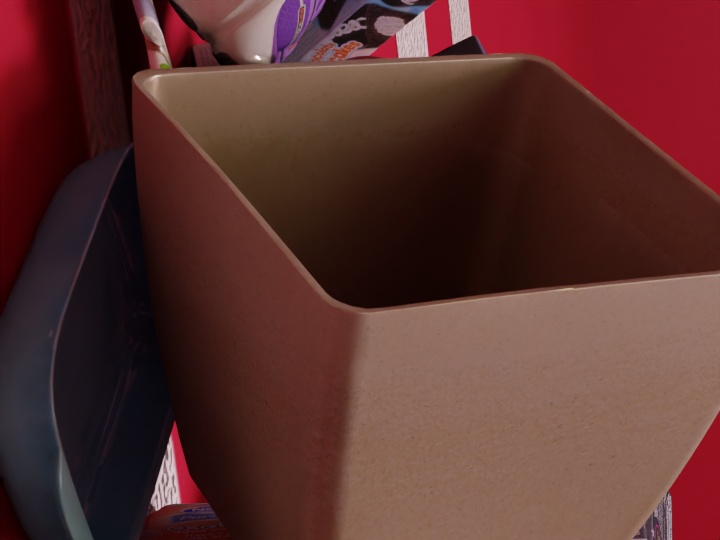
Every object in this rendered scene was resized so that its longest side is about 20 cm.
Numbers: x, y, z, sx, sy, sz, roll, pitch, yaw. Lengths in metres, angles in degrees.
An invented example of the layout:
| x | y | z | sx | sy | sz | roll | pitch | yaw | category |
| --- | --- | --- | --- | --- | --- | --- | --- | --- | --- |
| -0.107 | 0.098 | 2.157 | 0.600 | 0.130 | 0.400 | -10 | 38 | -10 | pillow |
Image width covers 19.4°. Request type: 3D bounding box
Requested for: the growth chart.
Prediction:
| x | y | z | sx | sy | sz | roll | pitch | yaw | category |
| --- | --- | --- | --- | --- | --- | --- | --- | --- | --- |
| -0.088 | -0.090 | 0.934 | 0.145 | 0.018 | 0.201 | -110 | -174 | -49 | growth chart |

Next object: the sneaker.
| x | y | z | sx | sy | sz | roll | pitch | yaw | category |
| --- | --- | --- | --- | --- | --- | --- | --- | --- | --- |
| -0.040 | -0.131 | 0.964 | 0.081 | 0.083 | 0.200 | 50 | 1 | -14 | sneaker |

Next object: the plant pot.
| x | y | z | sx | sy | sz | roll | pitch | yaw | category |
| --- | --- | --- | --- | --- | --- | --- | --- | --- | --- |
| 0.022 | 0.035 | 0.856 | 0.200 | 0.199 | 0.178 | 48 | -45 | 49 | plant pot |

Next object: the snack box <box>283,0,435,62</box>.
| x | y | z | sx | sy | sz | roll | pitch | yaw | category |
| --- | --- | --- | --- | --- | --- | --- | --- | --- | --- |
| 0.001 | -0.182 | 1.157 | 0.200 | 0.037 | 0.117 | -32 | -128 | 59 | snack box |

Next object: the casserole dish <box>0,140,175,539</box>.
| x | y | z | sx | sy | sz | roll | pitch | yaw | category |
| --- | --- | --- | --- | --- | --- | --- | --- | --- | --- |
| -0.110 | 0.034 | 0.861 | 0.200 | 0.039 | 0.122 | -79 | 161 | -50 | casserole dish |

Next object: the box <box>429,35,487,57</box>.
| x | y | z | sx | sy | sz | roll | pitch | yaw | category |
| --- | --- | --- | --- | --- | --- | --- | --- | --- | --- |
| 0.088 | -0.006 | 1.363 | 0.199 | 0.123 | 0.200 | 55 | 10 | -47 | box |

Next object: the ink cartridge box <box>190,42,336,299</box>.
| x | y | z | sx | sy | sz | roll | pitch | yaw | category |
| --- | --- | --- | --- | --- | --- | --- | --- | --- | --- |
| -0.046 | -0.035 | 1.021 | 0.200 | 0.044 | 0.094 | -108 | -173 | -60 | ink cartridge box |

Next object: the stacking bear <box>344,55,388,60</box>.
| x | y | z | sx | sy | sz | roll | pitch | yaw | category |
| --- | --- | --- | --- | --- | --- | --- | --- | --- | --- |
| 0.000 | 0.000 | 1.150 | 0.114 | 0.121 | 0.201 | 6 | -107 | 63 | stacking bear |

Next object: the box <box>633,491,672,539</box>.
| x | y | z | sx | sy | sz | roll | pitch | yaw | category |
| --- | --- | --- | --- | --- | --- | --- | --- | --- | --- |
| 0.107 | 0.184 | 1.429 | 0.115 | 0.199 | 0.133 | 68 | 22 | -50 | box |

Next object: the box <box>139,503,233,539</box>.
| x | y | z | sx | sy | sz | roll | pitch | yaw | category |
| --- | --- | --- | --- | --- | --- | --- | --- | --- | --- |
| -0.052 | 0.210 | 0.947 | 0.103 | 0.094 | 0.201 | -20 | 106 | -78 | box |
